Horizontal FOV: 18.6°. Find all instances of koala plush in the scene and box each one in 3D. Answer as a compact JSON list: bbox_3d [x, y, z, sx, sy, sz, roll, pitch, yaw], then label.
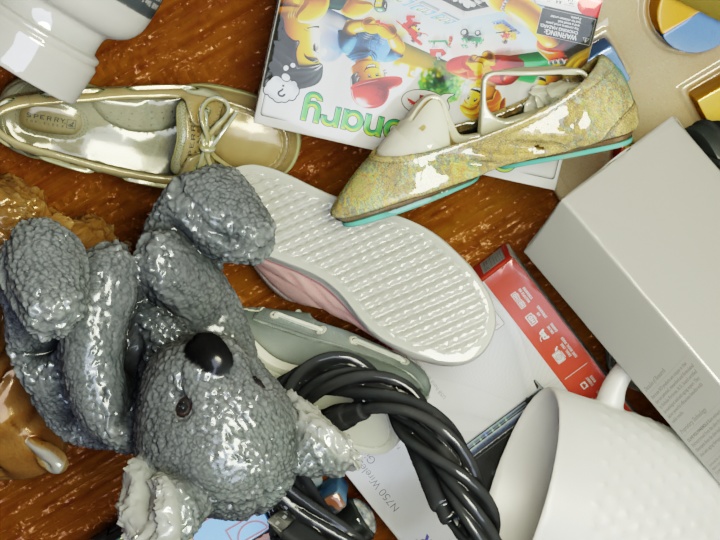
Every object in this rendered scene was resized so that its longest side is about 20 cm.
[{"bbox_3d":[-0.102,0.074,1.304,0.177,0.200,0.184,-21,139,-29],"label":"koala plush"}]

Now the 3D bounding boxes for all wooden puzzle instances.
[{"bbox_3d":[0.195,-0.117,1.432,0.185,0.046,0.201,-31,102,5],"label":"wooden puzzle"}]

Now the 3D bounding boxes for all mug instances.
[{"bbox_3d":[0.187,0.145,1.399,0.174,0.148,0.201,18,86,-9],"label":"mug"}]

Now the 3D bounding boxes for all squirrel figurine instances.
[{"bbox_3d":[-0.234,0.043,1.410,0.200,0.142,0.187,-37,108,9],"label":"squirrel figurine"}]

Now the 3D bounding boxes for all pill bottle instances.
[{"bbox_3d":[-0.163,-0.210,1.348,0.119,0.120,0.201,31,94,-9],"label":"pill bottle"}]

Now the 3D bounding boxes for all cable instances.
[{"bbox_3d":[0.019,0.139,1.357,0.199,0.051,0.164,24,119,33],"label":"cable"}]

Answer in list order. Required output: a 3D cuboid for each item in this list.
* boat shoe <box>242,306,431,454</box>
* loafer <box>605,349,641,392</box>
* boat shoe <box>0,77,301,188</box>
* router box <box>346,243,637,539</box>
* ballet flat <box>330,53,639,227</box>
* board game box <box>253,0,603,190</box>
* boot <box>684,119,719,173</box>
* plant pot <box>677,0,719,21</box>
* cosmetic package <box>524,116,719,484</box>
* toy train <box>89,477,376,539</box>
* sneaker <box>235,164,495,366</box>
[{"bbox_3d":[-0.045,0.060,1.436,0.199,0.062,0.073,20,130,28],"label":"boat shoe"},{"bbox_3d":[0.263,0.069,1.466,0.199,0.070,0.070,4,103,-3],"label":"loafer"},{"bbox_3d":[-0.138,-0.088,1.417,0.199,0.063,0.074,10,103,-5],"label":"boat shoe"},{"bbox_3d":[0.089,0.115,1.481,0.179,0.049,0.200,-38,102,6],"label":"router box"},{"bbox_3d":[0.070,-0.085,1.346,0.199,0.071,0.071,-17,103,0],"label":"ballet flat"},{"bbox_3d":[0.042,-0.134,1.383,0.199,0.035,0.127,12,107,-3],"label":"board game box"},{"bbox_3d":[0.312,-0.043,1.422,0.168,0.076,0.201,-33,99,-16],"label":"boot"},{"bbox_3d":[0.315,-0.232,1.308,0.193,0.200,0.196,25,86,-8],"label":"plant pot"},{"bbox_3d":[0.210,0.020,1.350,0.107,0.085,0.200,-33,76,-25],"label":"cosmetic package"},{"bbox_3d":[-0.091,0.191,1.476,0.199,0.087,0.115,-31,97,5],"label":"toy train"},{"bbox_3d":[0.000,0.000,1.416,0.200,0.105,0.076,29,83,10],"label":"sneaker"}]
